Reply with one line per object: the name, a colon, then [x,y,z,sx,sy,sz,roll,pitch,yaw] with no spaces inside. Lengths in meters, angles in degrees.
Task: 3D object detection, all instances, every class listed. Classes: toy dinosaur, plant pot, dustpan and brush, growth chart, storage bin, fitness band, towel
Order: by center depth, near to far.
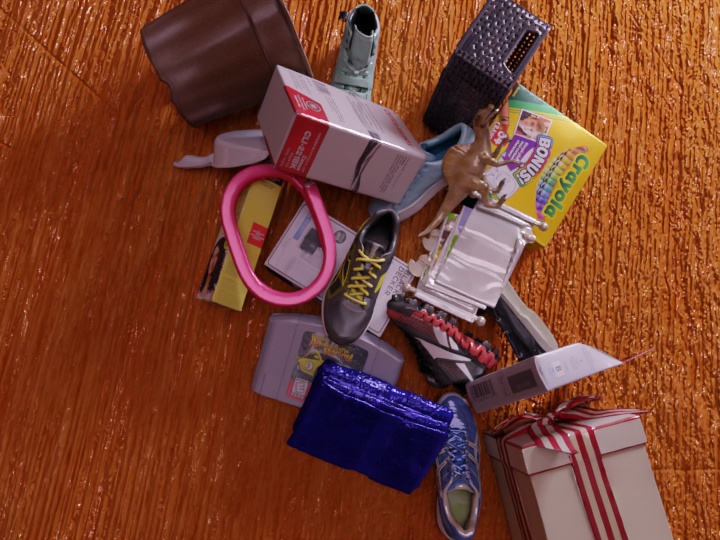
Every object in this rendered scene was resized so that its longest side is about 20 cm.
towel: [0.012,0.220,0.730,0.198,0.050,0.149,23,106,-4]
fitness band: [-0.111,-0.050,0.733,0.142,0.037,0.202,-19,87,-15]
toy dinosaur: [0.158,-0.129,0.757,0.100,0.058,0.202,22,109,-5]
growth chart: [0.160,-0.024,0.766,0.144,0.018,0.201,32,77,13]
plant pot: [-0.195,-0.322,0.781,0.196,0.200,0.202,-24,82,-1]
storage bin: [0.177,-0.283,0.788,0.093,0.200,0.136,34,79,3]
dustpan and brush: [-0.194,-0.175,0.799,0.197,0.140,0.058,7,117,12]

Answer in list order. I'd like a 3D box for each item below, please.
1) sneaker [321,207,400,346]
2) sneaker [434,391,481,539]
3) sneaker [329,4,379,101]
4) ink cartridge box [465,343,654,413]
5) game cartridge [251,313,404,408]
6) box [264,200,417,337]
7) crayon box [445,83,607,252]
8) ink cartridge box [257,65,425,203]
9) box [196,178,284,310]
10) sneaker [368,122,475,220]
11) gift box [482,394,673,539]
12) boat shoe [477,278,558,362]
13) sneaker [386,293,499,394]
sneaker: [0.000,0.000,0.715,0.074,0.085,0.202,19,70,-1]
sneaker: [0.140,0.273,0.748,0.075,0.077,0.203,-3,74,-3]
sneaker: [-0.014,-0.302,0.819,0.073,0.118,0.203,7,81,-5]
ink cartridge box: [0.264,0.131,0.719,0.198,0.160,0.048,-12,72,-26]
game cartridge: [-0.046,0.137,0.754,0.197,0.041,0.135,17,103,-1]
box: [-0.028,0.000,0.794,0.199,0.060,0.117,33,79,2]
crayon box: [0.261,-0.161,0.844,0.172,0.058,0.201,34,80,2]
ink cartridge box: [-0.028,-0.185,0.739,0.198,0.084,0.145,11,37,-30]
box: [-0.175,-0.046,0.779,0.050,0.075,0.203,24,76,-32]
sneaker: [0.085,-0.151,0.795,0.199,0.082,0.074,-36,49,9]
gift box: [0.286,0.271,0.704,0.182,0.200,0.189,-12,80,-11]
boat shoe: [0.205,0.054,0.798,0.066,0.074,0.200,-45,72,25]
sneaker: [0.106,0.110,0.758,0.199,0.071,0.099,34,87,-23]
